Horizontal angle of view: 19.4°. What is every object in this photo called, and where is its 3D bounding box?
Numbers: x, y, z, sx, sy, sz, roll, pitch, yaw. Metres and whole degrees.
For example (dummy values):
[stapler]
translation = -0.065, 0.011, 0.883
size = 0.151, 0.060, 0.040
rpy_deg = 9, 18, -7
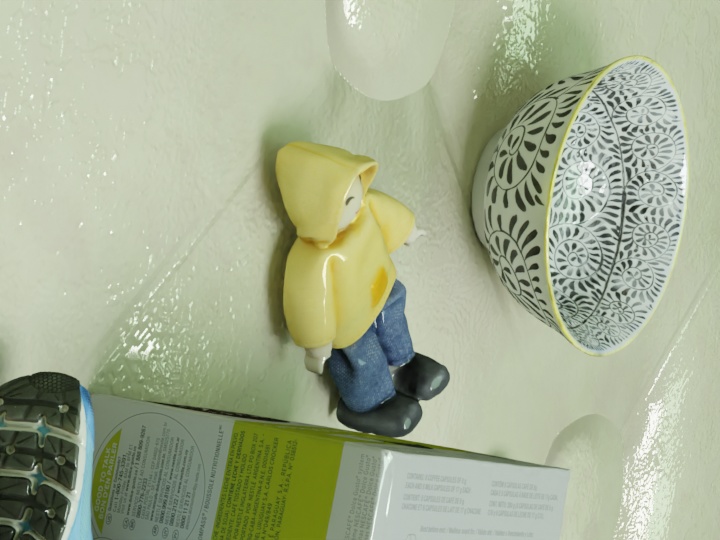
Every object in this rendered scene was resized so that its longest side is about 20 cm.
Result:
[sneaker]
translation = -0.167, 0.145, 1.050
size = 0.090, 0.078, 0.201
rpy_deg = -15, 118, -69
[coffee box]
translation = -0.031, 0.183, 1.132
size = 0.199, 0.197, 0.201
rpy_deg = 15, 84, -56
[boy figurine]
translation = 0.000, 0.000, 1.255
size = 0.124, 0.064, 0.200
rpy_deg = -47, 138, -36
[bowl]
translation = 0.136, -0.048, 1.416
size = 0.200, 0.094, 0.202
rpy_deg = -20, 114, -53
